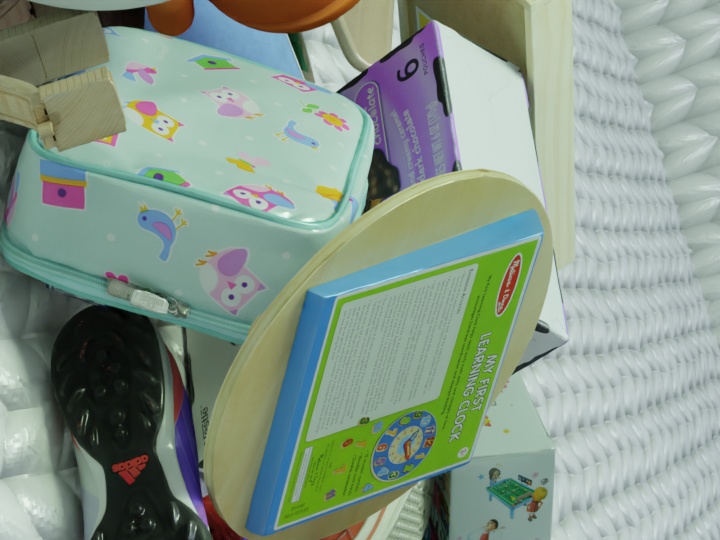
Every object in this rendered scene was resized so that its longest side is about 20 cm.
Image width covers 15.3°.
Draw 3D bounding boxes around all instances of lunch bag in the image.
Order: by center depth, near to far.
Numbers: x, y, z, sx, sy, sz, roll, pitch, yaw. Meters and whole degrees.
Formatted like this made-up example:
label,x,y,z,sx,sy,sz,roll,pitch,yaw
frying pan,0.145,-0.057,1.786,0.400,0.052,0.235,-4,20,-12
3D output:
label,x,y,z,sx,sy,sz,roll,pitch,yaw
lunch bag,-0.072,-0.037,1.228,0.200,0.159,0.078,-73,-178,-66

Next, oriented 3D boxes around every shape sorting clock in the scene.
label,x,y,z,sx,sy,sz,roll,pitch,yaw
shape sorting clock,0.009,0.039,1.187,0.039,0.200,0.200,44,-3,34

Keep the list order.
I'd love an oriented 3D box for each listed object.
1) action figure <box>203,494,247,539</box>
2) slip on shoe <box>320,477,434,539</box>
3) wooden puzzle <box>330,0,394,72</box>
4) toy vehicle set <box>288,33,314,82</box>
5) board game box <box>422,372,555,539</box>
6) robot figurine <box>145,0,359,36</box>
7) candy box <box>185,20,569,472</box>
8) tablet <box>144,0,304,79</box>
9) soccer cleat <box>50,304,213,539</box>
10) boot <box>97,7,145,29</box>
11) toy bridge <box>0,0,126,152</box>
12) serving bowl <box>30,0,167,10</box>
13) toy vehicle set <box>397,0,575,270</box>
label,x,y,z,sx,sy,sz,roll,pitch,yaw
action figure,-0.063,0.151,1.274,0.200,0.051,0.066,-70,136,-71
slip on shoe,-0.021,0.159,1.376,0.200,0.061,0.075,-56,151,-50
wooden puzzle,-0.040,-0.236,1.652,0.186,0.046,0.201,-87,152,-59
toy vehicle set,-0.082,-0.210,1.627,0.124,0.026,0.201,-1,75,-77
board game box,0.062,0.143,1.522,0.148,0.064,0.201,-111,-162,-56
robot figurine,-0.051,-0.189,1.359,0.200,0.116,0.145,42,56,-69
candy box,0.000,0.000,1.360,0.071,0.200,0.169,26,43,-39
tablet,-0.073,-0.103,1.515,0.130,0.014,0.201,-42,117,-50
soccer cleat,-0.092,0.113,1.176,0.073,0.068,0.201,55,20,-59
boot,-0.152,-0.229,1.387,0.201,0.072,0.167,-94,173,-45
toy bridge,-0.145,-0.096,1.189,0.200,0.067,0.027,-112,-175,-65
serving bowl,-0.121,-0.187,1.212,0.066,0.198,0.201,99,-12,-51
toy vehicle set,0.067,-0.103,1.447,0.124,0.026,0.201,44,-27,37
